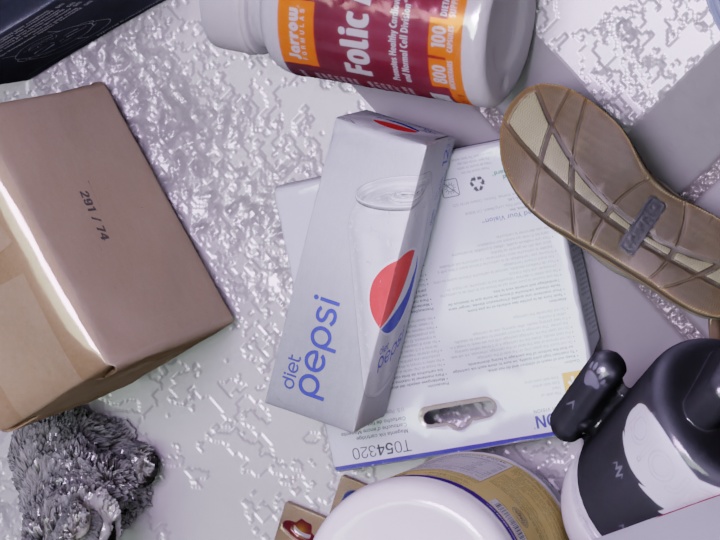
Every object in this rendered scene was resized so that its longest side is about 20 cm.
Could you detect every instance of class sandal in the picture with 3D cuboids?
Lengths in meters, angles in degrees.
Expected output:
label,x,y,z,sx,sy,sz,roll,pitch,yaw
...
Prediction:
label,x,y,z,sx,sy,sz,roll,pitch,yaw
sandal,0.169,-0.038,1.709,0.200,0.054,0.080,38,85,7

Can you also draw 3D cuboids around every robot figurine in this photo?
label,x,y,z,sx,sy,sz,roll,pitch,yaw
robot figurine,0.209,0.121,1.679,0.200,0.125,0.150,-56,49,45

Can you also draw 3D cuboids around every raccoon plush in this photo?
label,x,y,z,sx,sy,sz,roll,pitch,yaw
raccoon plush,-0.236,0.140,1.864,0.200,0.134,0.097,34,110,13

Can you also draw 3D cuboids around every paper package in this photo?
label,x,y,z,sx,sy,sz,roll,pitch,yaw
paper package,-0.206,-0.014,1.799,0.103,0.191,0.200,-31,86,26

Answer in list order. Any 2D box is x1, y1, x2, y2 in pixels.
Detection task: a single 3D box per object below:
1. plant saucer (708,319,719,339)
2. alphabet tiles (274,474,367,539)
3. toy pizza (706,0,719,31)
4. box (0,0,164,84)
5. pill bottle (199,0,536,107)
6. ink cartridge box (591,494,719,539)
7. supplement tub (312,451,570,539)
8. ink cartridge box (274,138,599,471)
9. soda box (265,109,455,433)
label,x,y,z,sx,sy,sz,roll,pitch,yaw
plant saucer,0.321,0.033,1.693,0.200,0.029,0.200,3,100,20
alphabet tiles,0.023,0.242,1.850,0.200,0.008,0.167,21,105,17
toy pizza,0.303,-0.202,1.625,0.200,0.032,0.200,-4,116,-7
box,-0.234,-0.198,1.777,0.148,0.200,0.107,-28,87,21
pill bottle,0.005,-0.177,1.735,0.200,0.114,0.114,11,102,19
ink cartridge box,0.212,0.257,1.574,0.145,0.145,0.200,-24,105,23
supplement tub,0.059,0.194,1.717,0.145,0.200,0.146,1,93,19
ink cartridge box,0.055,0.021,1.785,0.196,0.043,0.200,-10,95,20
soda box,0.000,0.000,1.746,0.068,0.063,0.200,19,103,17
